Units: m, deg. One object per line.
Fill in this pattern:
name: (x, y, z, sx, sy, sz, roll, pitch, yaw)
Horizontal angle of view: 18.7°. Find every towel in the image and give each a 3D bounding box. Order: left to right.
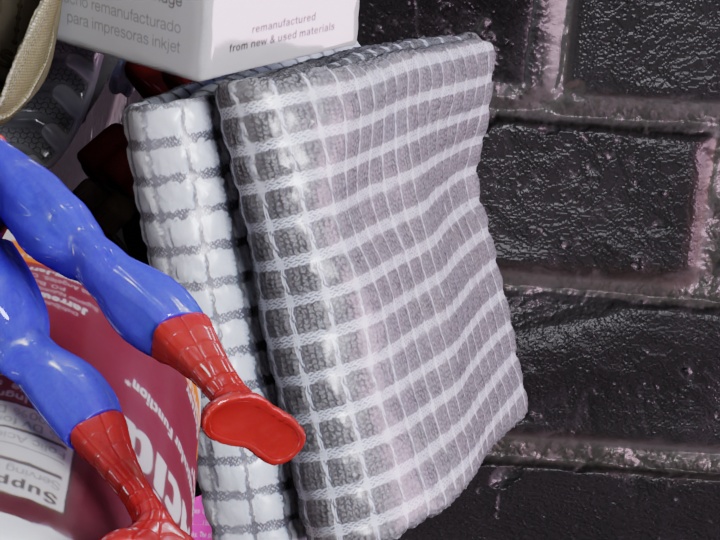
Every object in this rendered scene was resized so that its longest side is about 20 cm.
towel: (0.000, 0.000, 0.791, 0.200, 0.085, 0.166, -30, 108, -67)

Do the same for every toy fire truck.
toy fire truck: (-0.059, -0.004, 0.934, 0.112, 0.168, 0.200, -45, -164, -7)

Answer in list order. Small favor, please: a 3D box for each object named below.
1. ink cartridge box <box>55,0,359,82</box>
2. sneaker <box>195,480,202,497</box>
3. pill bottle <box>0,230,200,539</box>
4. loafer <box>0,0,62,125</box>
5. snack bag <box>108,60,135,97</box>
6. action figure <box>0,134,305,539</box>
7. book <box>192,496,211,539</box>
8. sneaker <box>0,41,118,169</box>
ink cartridge box: (-0.073, -0.180, 0.728, 0.084, 0.146, 0.200, -20, 120, -47)
sneaker: (-0.102, 0.087, 0.729, 0.114, 0.075, 0.200, 25, 67, -52)
pill bottle: (-0.100, 0.081, 0.552, 0.200, 0.114, 0.114, -92, -174, -61)
loafer: (-0.113, -0.125, 0.661, 0.067, 0.076, 0.200, -103, -165, -58)
snack bag: (-0.084, -0.203, 1.032, 0.200, 0.021, 0.189, -78, 177, -62)
action figure: (-0.104, -0.020, 0.515, 0.065, 0.099, 0.200, -50, -128, 11)
book: (-0.107, 0.138, 0.840, 0.134, 0.048, 0.200, 14, 84, -51)
sneaker: (-0.119, -0.121, 0.891, 0.200, 0.075, 0.082, -61, -171, -18)
